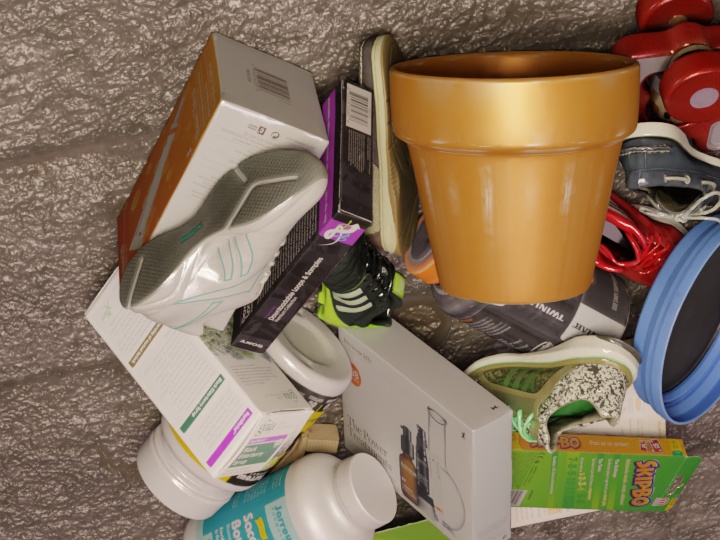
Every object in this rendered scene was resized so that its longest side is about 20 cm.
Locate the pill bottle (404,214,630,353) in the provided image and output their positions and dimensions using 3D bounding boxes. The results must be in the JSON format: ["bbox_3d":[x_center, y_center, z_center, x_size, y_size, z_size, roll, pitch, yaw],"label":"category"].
[{"bbox_3d":[0.137,0.012,1.482,0.200,0.106,0.106,27,115,-25],"label":"pill bottle"}]

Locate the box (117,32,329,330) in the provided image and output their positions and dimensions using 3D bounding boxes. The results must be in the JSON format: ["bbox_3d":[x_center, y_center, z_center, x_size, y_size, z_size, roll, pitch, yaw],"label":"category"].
[{"bbox_3d":[-0.119,-0.073,1.370,0.097,0.125,0.200,20,118,-21],"label":"box"}]

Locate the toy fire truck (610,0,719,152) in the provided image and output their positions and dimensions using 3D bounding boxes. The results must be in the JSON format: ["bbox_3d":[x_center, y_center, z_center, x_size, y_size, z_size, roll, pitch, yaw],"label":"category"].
[{"bbox_3d":[0.310,-0.158,1.408,0.199,0.112,0.168,-8,143,-3],"label":"toy fire truck"}]

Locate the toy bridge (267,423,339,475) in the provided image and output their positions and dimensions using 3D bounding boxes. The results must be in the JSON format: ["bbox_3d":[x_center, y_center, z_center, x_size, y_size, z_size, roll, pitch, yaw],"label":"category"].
[{"bbox_3d":[-0.068,0.231,1.641,0.067,0.027,0.201,3,124,-10],"label":"toy bridge"}]

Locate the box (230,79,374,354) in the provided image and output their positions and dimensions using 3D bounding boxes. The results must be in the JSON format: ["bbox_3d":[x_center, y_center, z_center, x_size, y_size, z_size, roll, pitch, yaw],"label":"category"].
[{"bbox_3d":[-0.049,-0.041,1.359,0.036,0.143,0.200,20,138,-22],"label":"box"}]

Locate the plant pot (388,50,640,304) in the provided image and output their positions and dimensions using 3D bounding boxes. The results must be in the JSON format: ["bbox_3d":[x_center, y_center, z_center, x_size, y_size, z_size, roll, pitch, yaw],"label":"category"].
[{"bbox_3d":[0.125,-0.076,1.334,0.199,0.200,0.184,-4,103,-7],"label":"plant pot"}]

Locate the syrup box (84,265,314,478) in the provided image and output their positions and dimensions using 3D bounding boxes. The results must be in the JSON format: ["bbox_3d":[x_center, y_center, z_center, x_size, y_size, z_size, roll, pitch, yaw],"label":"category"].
[{"bbox_3d":[-0.140,0.080,1.420,0.082,0.200,0.079,-51,155,22],"label":"syrup box"}]

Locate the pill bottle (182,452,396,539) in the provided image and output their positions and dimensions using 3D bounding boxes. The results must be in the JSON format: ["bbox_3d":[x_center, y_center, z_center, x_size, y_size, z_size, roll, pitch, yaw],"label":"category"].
[{"bbox_3d":[-0.064,0.242,1.556,0.200,0.111,0.111,-30,125,28],"label":"pill bottle"}]

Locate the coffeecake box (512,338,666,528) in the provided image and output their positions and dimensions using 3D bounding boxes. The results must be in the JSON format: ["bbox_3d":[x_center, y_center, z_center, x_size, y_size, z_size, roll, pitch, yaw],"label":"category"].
[{"bbox_3d":[0.194,0.163,1.613,0.199,0.073,0.154,-11,125,-3],"label":"coffeecake box"}]

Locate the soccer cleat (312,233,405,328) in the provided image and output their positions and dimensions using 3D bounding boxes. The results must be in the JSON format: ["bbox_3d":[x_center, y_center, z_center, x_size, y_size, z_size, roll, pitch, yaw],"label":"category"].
[{"bbox_3d":[0.000,0.000,1.431,0.081,0.068,0.200,8,159,3],"label":"soccer cleat"}]

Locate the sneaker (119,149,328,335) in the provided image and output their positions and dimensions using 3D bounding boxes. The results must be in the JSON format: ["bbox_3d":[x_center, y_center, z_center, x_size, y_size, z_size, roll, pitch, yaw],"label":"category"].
[{"bbox_3d":[-0.096,-0.022,1.298,0.200,0.071,0.080,-36,131,22],"label":"sneaker"}]

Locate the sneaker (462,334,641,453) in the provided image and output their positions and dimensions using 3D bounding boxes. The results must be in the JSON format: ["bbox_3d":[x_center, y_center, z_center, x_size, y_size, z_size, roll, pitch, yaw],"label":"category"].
[{"bbox_3d":[0.153,0.121,1.461,0.200,0.089,0.077,-21,131,34],"label":"sneaker"}]

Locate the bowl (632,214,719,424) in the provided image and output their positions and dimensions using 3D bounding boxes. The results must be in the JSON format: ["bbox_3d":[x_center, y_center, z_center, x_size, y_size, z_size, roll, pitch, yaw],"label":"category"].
[{"bbox_3d":[0.314,0.041,1.509,0.200,0.039,0.201,-32,135,-39],"label":"bowl"}]

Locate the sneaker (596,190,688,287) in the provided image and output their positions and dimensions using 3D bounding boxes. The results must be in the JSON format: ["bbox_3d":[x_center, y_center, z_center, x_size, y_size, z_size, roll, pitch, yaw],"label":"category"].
[{"bbox_3d":[0.243,-0.014,1.477,0.200,0.116,0.078,29,115,-25],"label":"sneaker"}]

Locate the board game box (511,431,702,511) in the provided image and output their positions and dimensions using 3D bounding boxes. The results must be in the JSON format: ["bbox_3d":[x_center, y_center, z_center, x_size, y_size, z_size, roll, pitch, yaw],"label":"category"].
[{"bbox_3d":[0.216,0.192,1.563,0.199,0.030,0.096,6,138,-12],"label":"board game box"}]

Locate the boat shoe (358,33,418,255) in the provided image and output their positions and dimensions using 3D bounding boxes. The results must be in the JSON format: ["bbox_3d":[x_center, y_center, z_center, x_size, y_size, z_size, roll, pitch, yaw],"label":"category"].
[{"bbox_3d":[0.008,-0.104,1.403,0.066,0.072,0.202,4,123,18],"label":"boat shoe"}]

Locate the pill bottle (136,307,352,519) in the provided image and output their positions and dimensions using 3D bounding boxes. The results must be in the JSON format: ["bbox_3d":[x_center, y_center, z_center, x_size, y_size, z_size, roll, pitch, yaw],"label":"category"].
[{"bbox_3d":[-0.110,0.129,1.514,0.114,0.114,0.200,31,114,-27],"label":"pill bottle"}]

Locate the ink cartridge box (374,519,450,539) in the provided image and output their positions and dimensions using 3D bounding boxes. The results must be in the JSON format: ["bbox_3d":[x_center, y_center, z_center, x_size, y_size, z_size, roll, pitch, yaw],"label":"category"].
[{"bbox_3d":[0.044,0.313,1.630,0.199,0.076,0.148,-21,147,27],"label":"ink cartridge box"}]

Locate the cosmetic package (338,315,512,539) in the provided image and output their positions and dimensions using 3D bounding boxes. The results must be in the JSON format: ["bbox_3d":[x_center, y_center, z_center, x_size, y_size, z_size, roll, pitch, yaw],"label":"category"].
[{"bbox_3d":[0.057,0.145,1.503,0.052,0.200,0.151,-22,128,-29],"label":"cosmetic package"}]

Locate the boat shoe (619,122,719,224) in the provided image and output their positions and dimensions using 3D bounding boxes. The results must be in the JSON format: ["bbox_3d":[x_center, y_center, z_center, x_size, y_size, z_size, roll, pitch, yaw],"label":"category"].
[{"bbox_3d":[0.275,-0.075,1.424,0.075,0.062,0.200,-3,168,25],"label":"boat shoe"}]
